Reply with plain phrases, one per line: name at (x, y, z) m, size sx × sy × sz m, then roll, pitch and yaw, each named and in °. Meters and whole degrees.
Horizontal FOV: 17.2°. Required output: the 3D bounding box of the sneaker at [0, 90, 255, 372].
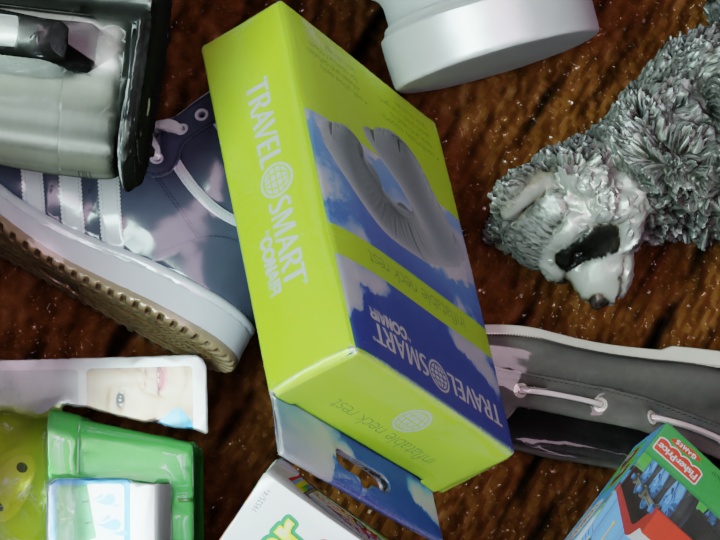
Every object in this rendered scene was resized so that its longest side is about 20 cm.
sneaker at (-0.116, -0.050, 1.034) m, size 0.200 × 0.070 × 0.109 m, roll 31°, pitch 75°, yaw -2°

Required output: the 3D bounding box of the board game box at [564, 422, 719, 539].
board game box at (0.123, 0.180, 0.967) m, size 0.151 × 0.037 × 0.200 m, roll 42°, pitch 56°, yaw 2°

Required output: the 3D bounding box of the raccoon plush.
raccoon plush at (0.123, -0.075, 1.088) m, size 0.134 × 0.097 × 0.200 m, roll 1°, pitch 54°, yaw 4°

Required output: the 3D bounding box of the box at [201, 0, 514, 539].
box at (0.000, 0.000, 0.972) m, size 0.048 × 0.122 × 0.200 m, roll -29°, pitch 53°, yaw 23°

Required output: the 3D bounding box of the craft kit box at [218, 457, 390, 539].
craft kit box at (-0.007, 0.207, 0.883) m, size 0.197 × 0.049 × 0.200 m, roll 34°, pitch 95°, yaw 5°

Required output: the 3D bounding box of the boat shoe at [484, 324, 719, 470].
boat shoe at (0.086, 0.063, 1.053) m, size 0.200 × 0.067 × 0.057 m, roll 4°, pitch 67°, yaw -11°

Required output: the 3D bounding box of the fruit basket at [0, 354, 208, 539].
fruit basket at (-0.163, 0.127, 0.997) m, size 0.200 × 0.094 × 0.186 m, roll 1°, pitch 84°, yaw -6°

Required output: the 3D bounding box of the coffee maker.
coffee maker at (-0.174, -0.133, 0.955) m, size 0.200 × 0.135 × 0.192 m, roll 7°, pitch 64°, yaw -2°

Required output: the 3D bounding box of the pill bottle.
pill bottle at (0.034, -0.186, 1.049) m, size 0.116 × 0.116 × 0.200 m, roll -15°, pitch 86°, yaw -11°
